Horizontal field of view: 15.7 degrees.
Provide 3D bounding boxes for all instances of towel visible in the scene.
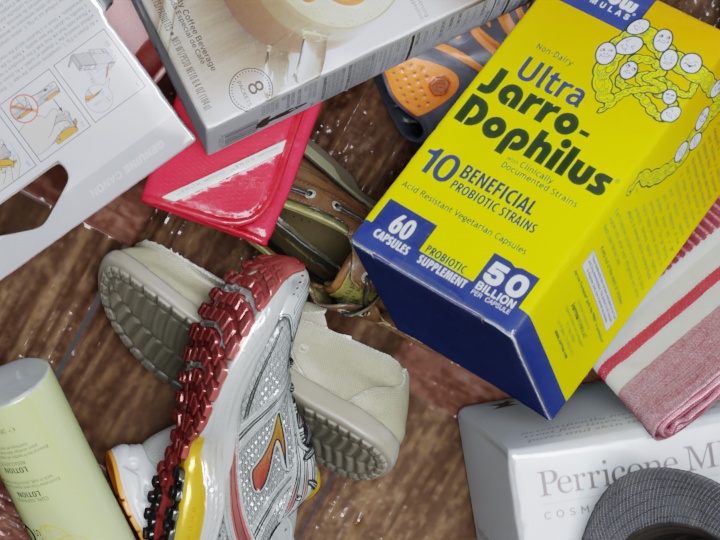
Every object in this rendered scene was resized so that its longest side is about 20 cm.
[{"bbox_3d":[0.165,-0.011,1.428,0.144,0.200,0.023,-39,135,0],"label":"towel"}]

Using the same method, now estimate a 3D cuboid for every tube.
[{"bbox_3d":[-0.157,0.143,1.455,0.052,0.058,0.200,-28,117,-12],"label":"tube"}]

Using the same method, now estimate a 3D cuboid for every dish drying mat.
[{"bbox_3d":[-0.052,-0.118,1.426,0.077,0.018,0.200,19,83,0],"label":"dish drying mat"}]

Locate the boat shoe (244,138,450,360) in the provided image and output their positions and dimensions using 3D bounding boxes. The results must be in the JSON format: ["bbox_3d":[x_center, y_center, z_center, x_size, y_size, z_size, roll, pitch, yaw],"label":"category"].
[{"bbox_3d":[0.000,0.000,1.460,0.200,0.068,0.072,33,126,4],"label":"boat shoe"}]

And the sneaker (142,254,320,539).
[{"bbox_3d":[-0.059,0.084,1.415,0.082,0.078,0.200,8,112,-18],"label":"sneaker"}]

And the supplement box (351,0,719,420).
[{"bbox_3d":[0.106,-0.044,1.379,0.109,0.110,0.200,30,74,27],"label":"supplement box"}]

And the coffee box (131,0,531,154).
[{"bbox_3d":[-0.016,-0.158,1.383,0.200,0.080,0.114,-27,84,-6],"label":"coffee box"}]

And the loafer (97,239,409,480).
[{"bbox_3d":[-0.057,0.043,1.477,0.200,0.076,0.068,34,54,0],"label":"loafer"}]

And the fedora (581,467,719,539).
[{"bbox_3d":[0.186,0.200,1.324,0.090,0.177,0.200,4,88,-37],"label":"fedora"}]

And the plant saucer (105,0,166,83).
[{"bbox_3d":[-0.163,-0.202,1.454,0.200,0.037,0.200,40,92,-9],"label":"plant saucer"}]

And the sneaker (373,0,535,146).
[{"bbox_3d":[0.057,-0.162,1.461,0.112,0.078,0.200,4,96,-8],"label":"sneaker"}]

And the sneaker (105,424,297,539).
[{"bbox_3d":[-0.062,0.172,1.489,0.092,0.076,0.200,-29,100,-7],"label":"sneaker"}]

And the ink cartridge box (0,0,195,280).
[{"bbox_3d":[-0.217,-0.089,1.423,0.200,0.045,0.176,-35,100,9],"label":"ink cartridge box"}]

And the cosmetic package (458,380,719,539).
[{"bbox_3d":[0.159,0.169,1.464,0.165,0.165,0.200,-10,97,-6],"label":"cosmetic package"}]
